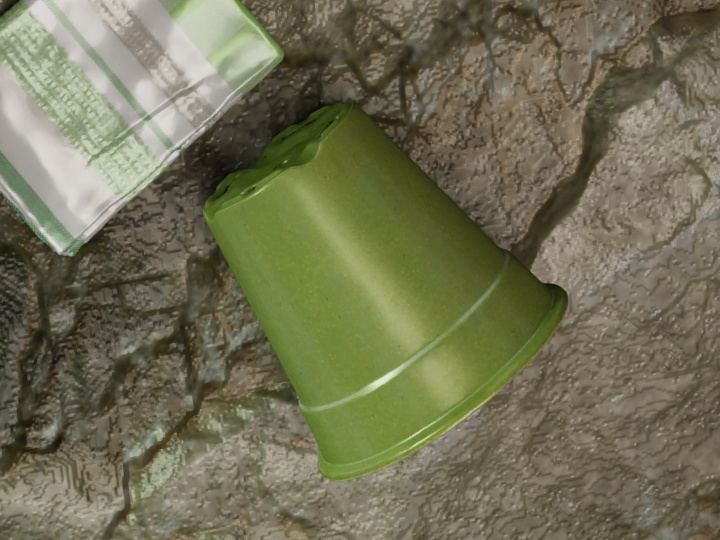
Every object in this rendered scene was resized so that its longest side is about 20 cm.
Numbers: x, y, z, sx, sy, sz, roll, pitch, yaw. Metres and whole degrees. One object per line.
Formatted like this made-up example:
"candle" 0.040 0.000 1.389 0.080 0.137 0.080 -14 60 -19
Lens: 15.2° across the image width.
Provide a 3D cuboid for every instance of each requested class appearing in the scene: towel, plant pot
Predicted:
"towel" -0.163 -0.121 1.717 0.200 0.031 0.149 -42 115 0
"plant pot" 0.000 0.000 1.737 0.200 0.200 0.190 -37 103 -2
